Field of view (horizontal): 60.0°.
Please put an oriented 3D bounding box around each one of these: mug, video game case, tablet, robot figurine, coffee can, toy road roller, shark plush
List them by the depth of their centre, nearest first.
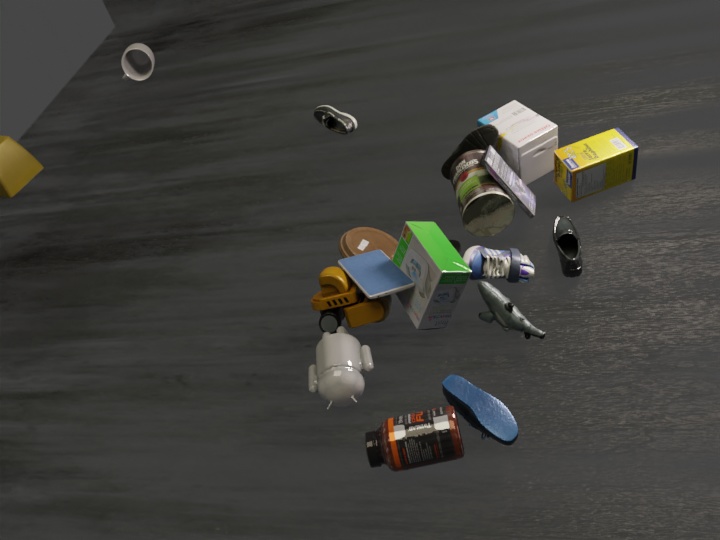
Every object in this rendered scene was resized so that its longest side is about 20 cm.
[{"bbox_3d":[-0.047,0.229,1.447,0.167,0.113,0.203,-24,41,17],"label":"robot figurine"},{"bbox_3d":[0.344,0.104,1.459,0.089,0.084,0.201,-25,44,-8],"label":"shark plush"},{"bbox_3d":[0.036,0.007,1.541,0.127,0.014,0.200,-15,32,-20],"label":"tablet"},{"bbox_3d":[-0.028,0.061,1.550,0.195,0.150,0.123,-13,12,10],"label":"toy road roller"},{"bbox_3d":[0.407,-0.244,1.696,0.019,0.200,0.143,-39,9,30],"label":"video game case"},{"bbox_3d":[0.335,-0.216,1.733,0.143,0.148,0.203,-12,44,6],"label":"coffee can"},{"bbox_3d":[-1.083,-0.998,3.009,0.200,0.147,0.177,-44,32,16],"label":"mug"}]

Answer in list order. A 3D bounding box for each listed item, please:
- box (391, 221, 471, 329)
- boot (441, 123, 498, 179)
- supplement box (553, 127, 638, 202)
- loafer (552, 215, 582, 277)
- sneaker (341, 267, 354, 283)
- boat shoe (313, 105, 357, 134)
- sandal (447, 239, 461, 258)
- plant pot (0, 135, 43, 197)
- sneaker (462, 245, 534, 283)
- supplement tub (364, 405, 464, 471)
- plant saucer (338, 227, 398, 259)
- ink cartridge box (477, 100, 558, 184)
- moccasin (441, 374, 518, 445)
[{"bbox_3d":[0.163,0.010,1.532,0.095,0.179,0.202,0,39,-28],"label":"box"},{"bbox_3d":[0.331,-0.361,1.847,0.203,0.074,0.154,-43,0,26],"label":"boot"},{"bbox_3d":[0.650,-0.293,1.729,0.196,0.110,0.111,-20,43,-1],"label":"supplement box"},{"bbox_3d":[0.528,-0.073,1.582,0.066,0.071,0.204,-5,45,12],"label":"loafer"},{"bbox_3d":[0.000,0.000,1.692,0.085,0.075,0.202,13,41,8],"label":"sneaker"},{"bbox_3d":[-0.104,-0.545,2.261,0.197,0.077,0.060,22,50,35],"label":"boat shoe"},{"bbox_3d":[0.239,-0.013,1.649,0.073,0.046,0.201,1,32,12],"label":"sandal"},{"bbox_3d":[-1.471,-0.438,2.546,0.196,0.179,0.202,8,49,26],"label":"plant pot"},{"bbox_3d":[0.347,-0.011,1.520,0.144,0.083,0.198,10,9,34],"label":"sneaker"},{"bbox_3d":[0.109,0.350,1.280,0.195,0.108,0.108,-13,43,5],"label":"supplement tub"},{"bbox_3d":[0.036,-0.056,1.694,0.195,0.030,0.202,13,37,-10],"label":"plant saucer"},{"bbox_3d":[0.466,-0.376,1.846,0.145,0.148,0.201,-28,44,-11],"label":"ink cartridge box"},{"bbox_3d":[0.255,0.297,1.314,0.079,0.069,0.200,-27,45,-21],"label":"moccasin"}]
